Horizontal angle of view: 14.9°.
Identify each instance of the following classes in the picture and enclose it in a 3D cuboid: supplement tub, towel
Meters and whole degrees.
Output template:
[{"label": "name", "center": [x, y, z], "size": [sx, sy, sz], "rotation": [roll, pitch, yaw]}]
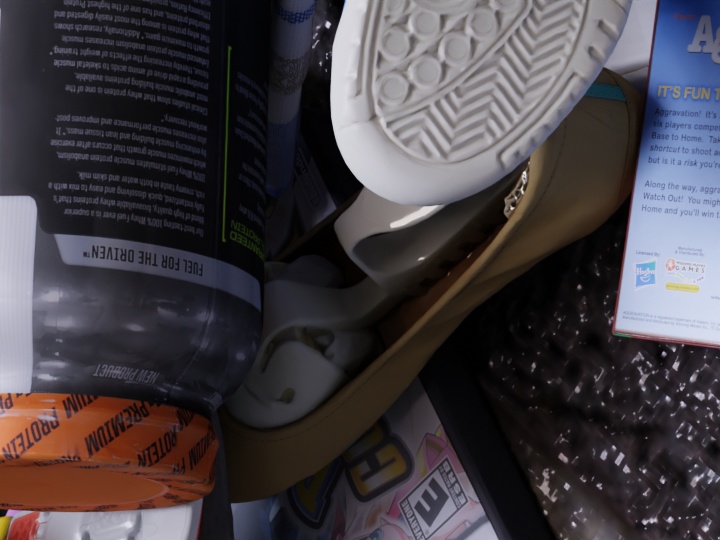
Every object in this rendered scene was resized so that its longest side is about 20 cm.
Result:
[{"label": "supplement tub", "center": [-0.088, -0.035, 0.804], "size": [0.122, 0.122, 0.200], "rotation": [-13, 70, 43]}, {"label": "towel", "center": [-0.016, -0.137, 0.853], "size": [0.200, 0.024, 0.147], "rotation": [101, 171, -54]}]

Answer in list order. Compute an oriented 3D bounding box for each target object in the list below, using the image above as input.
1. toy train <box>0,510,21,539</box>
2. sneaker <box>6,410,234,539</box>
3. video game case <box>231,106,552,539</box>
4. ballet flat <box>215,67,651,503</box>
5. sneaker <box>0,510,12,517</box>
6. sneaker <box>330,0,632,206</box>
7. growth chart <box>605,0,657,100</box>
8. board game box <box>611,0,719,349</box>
[{"label": "toy train", "center": [-0.132, 0.149, 0.859], "size": [0.056, 0.150, 0.200], "rotation": [-14, 99, 26]}, {"label": "sneaker", "center": [-0.060, 0.128, 0.858], "size": [0.077, 0.082, 0.200], "rotation": [-6, 76, 38]}, {"label": "video game case", "center": [-0.032, 0.078, 0.919], "size": [0.181, 0.025, 0.200], "rotation": [-46, 53, 29]}, {"label": "ballet flat", "center": [0.000, 0.000, 0.842], "size": [0.200, 0.063, 0.069], "rotation": [-43, 59, 24]}, {"label": "sneaker", "center": [-0.091, 0.018, 0.940], "size": [0.090, 0.070, 0.200], "rotation": [-116, 42, -68]}, {"label": "sneaker", "center": [0.036, -0.104, 0.796], "size": [0.111, 0.077, 0.200], "rotation": [144, 143, -74]}, {"label": "growth chart", "center": [0.073, -0.118, 0.859], "size": [0.145, 0.018, 0.200], "rotation": [-3, 80, 45]}, {"label": "board game box", "center": [0.159, -0.022, 0.742], "size": [0.200, 0.019, 0.103], "rotation": [7, 89, 41]}]
